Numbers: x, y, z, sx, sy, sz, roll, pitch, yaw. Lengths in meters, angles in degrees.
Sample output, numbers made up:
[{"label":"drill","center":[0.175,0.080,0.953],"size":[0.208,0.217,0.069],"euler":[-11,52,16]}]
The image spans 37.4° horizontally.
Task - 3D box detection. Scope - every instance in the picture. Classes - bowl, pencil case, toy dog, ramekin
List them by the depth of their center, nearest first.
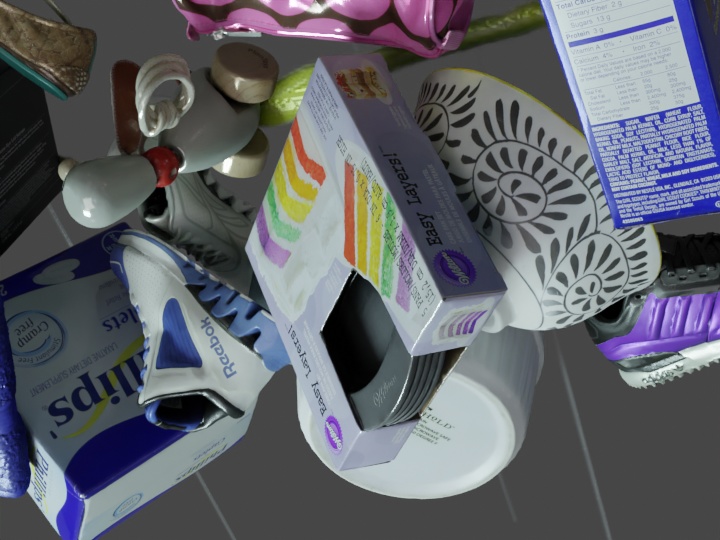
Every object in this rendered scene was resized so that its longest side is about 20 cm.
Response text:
[{"label":"pencil case","center":[-0.023,-0.185,0.675],"size":[0.197,0.091,0.095],"euler":[10,94,20]},{"label":"bowl","center":[0.085,-0.024,0.689],"size":[0.200,0.094,0.201],"euler":[39,165,12]},{"label":"toy dog","center":[-0.141,-0.105,0.749],"size":[0.096,0.199,0.133],"euler":[32,111,19]},{"label":"ramekin","center":[0.041,0.090,0.812],"size":[0.199,0.095,0.204],"euler":[4,134,4]}]

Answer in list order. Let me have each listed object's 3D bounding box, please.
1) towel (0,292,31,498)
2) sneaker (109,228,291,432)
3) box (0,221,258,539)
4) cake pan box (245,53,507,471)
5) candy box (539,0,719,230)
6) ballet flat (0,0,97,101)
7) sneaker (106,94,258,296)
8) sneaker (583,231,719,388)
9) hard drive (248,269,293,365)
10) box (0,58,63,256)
[{"label":"towel","center":[-0.304,0.064,0.759],"size":[0.146,0.050,0.202],"euler":[17,130,12]},{"label":"sneaker","center":[-0.140,0.053,0.802],"size":[0.198,0.116,0.081],"euler":[28,171,37]},{"label":"box","center":[-0.215,0.090,0.882],"size":[0.200,0.183,0.105],"euler":[46,141,17]},{"label":"cake pan box","center":[0.000,0.000,0.669],"size":[0.052,0.202,0.185],"euler":[-7,146,-28]},{"label":"candy box","center":[0.147,-0.154,0.563],"size":[0.076,0.170,0.202],"euler":[-10,123,26]},{"label":"ballet flat","center":[-0.286,-0.206,0.802],"size":[0.199,0.066,0.070],"euler":[33,172,-9]},{"label":"sneaker","center":[-0.133,-0.039,0.855],"size":[0.074,0.082,0.201],"euler":[-19,120,34]},{"label":"sneaker","center":[0.230,0.007,0.730],"size":[0.100,0.070,0.199],"euler":[44,132,-12]},{"label":"hard drive","center":[0.008,0.033,0.852],"size":[0.197,0.033,0.141],"euler":[13,133,-4]},{"label":"box","center":[-0.324,-0.074,0.831],"size":[0.078,0.201,0.143],"euler":[15,132,12]}]
